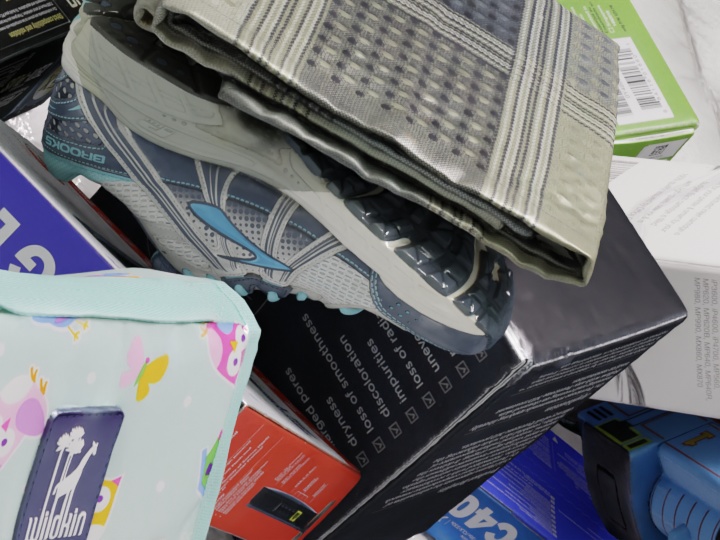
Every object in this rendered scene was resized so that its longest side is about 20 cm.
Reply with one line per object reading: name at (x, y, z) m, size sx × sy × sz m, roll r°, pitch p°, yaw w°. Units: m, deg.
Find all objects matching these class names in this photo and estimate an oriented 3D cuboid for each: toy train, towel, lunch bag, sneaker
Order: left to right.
lunch bag at (-0.139, 0.068, 0.662) m, size 0.170 × 0.200 × 0.122 m, roll 5°, pitch 51°, yaw -57°
sneaker at (-0.033, -0.024, 0.832) m, size 0.200 × 0.086 × 0.078 m, roll 35°, pitch 32°, yaw 4°
towel at (0.014, -0.087, 0.852) m, size 0.192 × 0.035 × 0.200 m, roll 31°, pitch 31°, yaw -9°
toy train at (0.192, 0.108, 1.057) m, size 0.200 × 0.114 × 0.087 m, roll 36°, pitch -35°, yaw 65°

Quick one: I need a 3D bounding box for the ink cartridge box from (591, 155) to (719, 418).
ink cartridge box at (0.149, 0.004, 1.084) m, size 0.146 × 0.200 × 0.085 m, roll -34°, pitch 123°, yaw -53°

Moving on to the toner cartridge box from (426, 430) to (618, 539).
toner cartridge box at (0.089, 0.125, 1.131) m, size 0.200 × 0.043 × 0.095 m, roll 39°, pitch 29°, yaw -23°

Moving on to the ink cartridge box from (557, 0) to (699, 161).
ink cartridge box at (0.091, -0.081, 1.272) m, size 0.076 × 0.200 × 0.148 m, roll -10°, pitch 63°, yaw -33°

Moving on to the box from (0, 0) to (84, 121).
box at (-0.209, -0.137, 0.943) m, size 0.164 × 0.086 × 0.200 m, roll 50°, pitch 26°, yaw -1°

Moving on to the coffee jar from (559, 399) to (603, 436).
coffee jar at (0.184, 0.070, 1.254) m, size 0.200 × 0.104 × 0.085 m, roll 34°, pitch 42°, yaw -57°

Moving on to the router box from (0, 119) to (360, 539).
router box at (-0.101, 0.017, 0.838) m, size 0.200 × 0.049 × 0.179 m, roll 44°, pitch -1°, yaw 17°

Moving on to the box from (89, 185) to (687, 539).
box at (0.000, 0.000, 0.956) m, size 0.124 × 0.197 × 0.200 m, roll -13°, pitch 66°, yaw -48°
